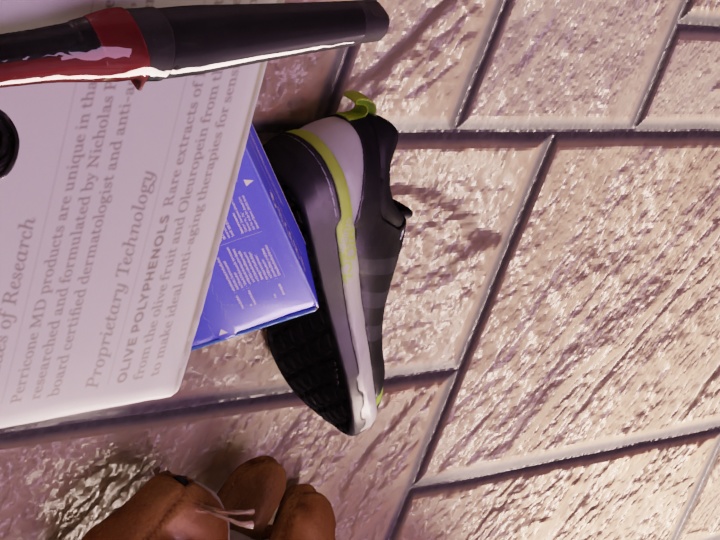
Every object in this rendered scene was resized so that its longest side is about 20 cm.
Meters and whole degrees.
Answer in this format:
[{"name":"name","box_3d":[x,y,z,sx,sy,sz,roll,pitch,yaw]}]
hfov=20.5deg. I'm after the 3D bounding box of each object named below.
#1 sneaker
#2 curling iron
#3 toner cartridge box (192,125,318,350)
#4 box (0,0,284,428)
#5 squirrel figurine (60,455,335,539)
[{"name":"sneaker","box_3d":[0.000,0.000,1.015,0.083,0.072,0.201,-34,141,-27]},{"name":"curling iron","box_3d":[-0.067,-0.055,0.580,0.199,0.025,0.050,-21,94,-42]},{"name":"toner cartridge box","box_3d":[-0.090,-0.041,0.867,0.094,0.043,0.201,-17,141,4]},{"name":"box","box_3d":[-0.158,-0.076,0.657,0.170,0.199,0.202,-9,124,-44]},{"name":"squirrel figurine","box_3d":[-0.081,0.195,1.038,0.186,0.141,0.201,22,100,-48]}]
